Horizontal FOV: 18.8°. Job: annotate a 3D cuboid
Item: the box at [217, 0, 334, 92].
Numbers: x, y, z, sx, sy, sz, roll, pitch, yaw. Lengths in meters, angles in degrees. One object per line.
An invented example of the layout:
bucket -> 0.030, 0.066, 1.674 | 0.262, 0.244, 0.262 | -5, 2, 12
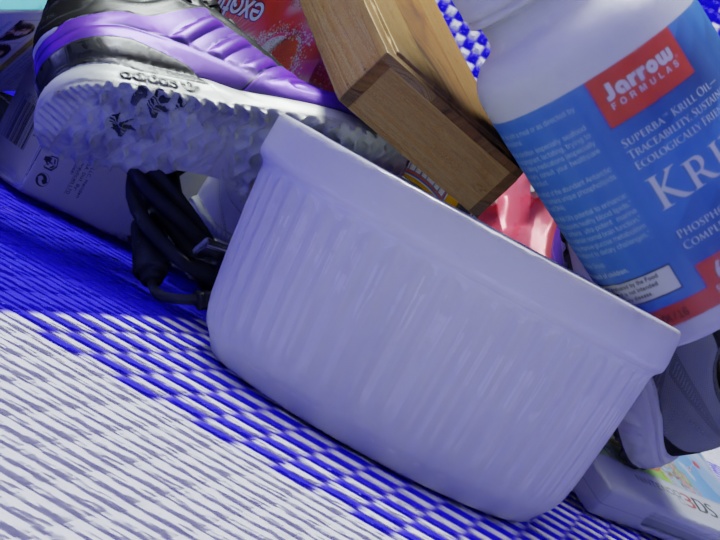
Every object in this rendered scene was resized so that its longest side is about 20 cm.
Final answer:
box -> -0.053, -0.112, 1.275 | 0.095, 0.100, 0.200 | 26, 1, -40

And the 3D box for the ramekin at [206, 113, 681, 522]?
ramekin -> 0.028, 0.025, 0.939 | 0.199, 0.105, 0.200 | 29, 3, -2

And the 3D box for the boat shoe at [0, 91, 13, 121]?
boat shoe -> -0.143, -0.067, 1.327 | 0.199, 0.062, 0.073 | 29, 3, 14

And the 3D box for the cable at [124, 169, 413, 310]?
cable -> -0.038, -0.026, 1.091 | 0.199, 0.051, 0.164 | 8, 45, -37

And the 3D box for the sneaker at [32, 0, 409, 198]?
sneaker -> -0.065, -0.091, 1.026 | 0.199, 0.070, 0.100 | 15, 45, -34

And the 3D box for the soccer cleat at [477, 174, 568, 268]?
soccer cleat -> 0.084, 0.022, 1.125 | 0.066, 0.201, 0.077 | -11, -46, 23

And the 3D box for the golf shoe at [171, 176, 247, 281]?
golf shoe -> 0.000, 0.000, 1.168 | 0.199, 0.098, 0.078 | 30, -4, -19

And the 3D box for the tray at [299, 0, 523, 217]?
tray -> 0.015, -0.116, 1.087 | 0.099, 0.037, 0.200 | 38, 18, -31

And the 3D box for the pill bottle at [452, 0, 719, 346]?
pill bottle -> 0.123, -0.074, 1.010 | 0.201, 0.112, 0.112 | 56, -2, -9

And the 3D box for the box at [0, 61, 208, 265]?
box -> -0.103, -0.041, 1.207 | 0.199, 0.069, 0.082 | 27, 2, -28

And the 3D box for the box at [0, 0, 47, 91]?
box -> -0.204, -0.137, 1.166 | 0.049, 0.082, 0.200 | 60, 28, 10

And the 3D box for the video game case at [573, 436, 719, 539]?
video game case -> 0.132, 0.072, 1.221 | 0.182, 0.022, 0.200 | 26, 26, -49

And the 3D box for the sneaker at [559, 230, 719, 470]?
sneaker -> 0.152, 0.005, 1.118 | 0.079, 0.201, 0.074 | -12, 22, 20

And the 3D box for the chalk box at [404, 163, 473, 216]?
chalk box -> 0.048, -0.040, 1.312 | 0.124, 0.201, 0.125 | 30, 3, 40
